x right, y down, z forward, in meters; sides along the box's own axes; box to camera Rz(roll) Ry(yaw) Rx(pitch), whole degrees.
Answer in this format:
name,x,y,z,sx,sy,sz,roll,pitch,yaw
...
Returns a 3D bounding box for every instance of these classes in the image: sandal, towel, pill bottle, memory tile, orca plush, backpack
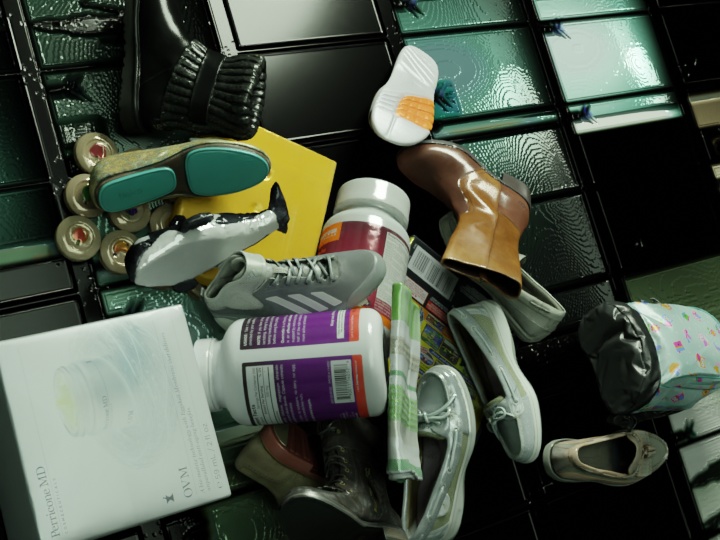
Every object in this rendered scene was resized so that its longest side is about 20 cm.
name,x,y,z,sx,sy,sz,roll,pitch,yaw
sandal,0.054,-0.209,1.513,0.079,0.059,0.208,31,41,-9
towel,0.051,0.126,1.278,0.030,0.149,0.203,1,79,6
pill bottle,0.000,0.000,1.379,0.109,0.109,0.202,24,57,-22
pill bottle,-0.071,0.103,1.242,0.197,0.113,0.114,-5,75,5
memory tile,-0.234,-0.059,1.321,0.198,0.017,0.155,19,67,-25
orca plush,-0.173,-0.048,1.270,0.199,0.106,0.071,-33,59,-21
backpack,0.398,0.119,1.563,0.198,0.126,0.169,8,58,-36

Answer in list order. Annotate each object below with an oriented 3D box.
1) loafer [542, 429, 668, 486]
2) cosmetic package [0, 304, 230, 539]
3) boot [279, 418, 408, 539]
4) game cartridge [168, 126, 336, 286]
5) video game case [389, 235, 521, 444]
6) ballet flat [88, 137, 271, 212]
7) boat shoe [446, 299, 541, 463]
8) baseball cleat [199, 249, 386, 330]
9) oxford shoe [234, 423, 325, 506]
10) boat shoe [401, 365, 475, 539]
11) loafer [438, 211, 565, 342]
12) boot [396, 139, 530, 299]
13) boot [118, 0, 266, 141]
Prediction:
name,x,y,z,sx,sy,sz,roll,pitch,yaw
loafer,0.329,0.241,1.530,0.198,0.063,0.073,1,76,-30
cosmetic package,-0.260,0.159,1.178,0.198,0.123,0.202,-12,81,-31
boot,-0.027,0.210,1.247,0.200,0.069,0.175,35,30,-44
game cartridge,-0.126,-0.067,1.361,0.175,0.032,0.202,23,67,-23
video game case,0.098,0.086,1.466,0.199,0.025,0.182,38,60,-16
ballet flat,-0.198,-0.113,1.290,0.198,0.071,0.072,-13,82,-15
boat shoe,0.161,0.137,1.433,0.064,0.074,0.204,-10,78,-27
baseball cleat,-0.074,0.012,1.264,0.107,0.198,0.070,58,13,-51
oxford shoe,-0.055,0.237,1.318,0.200,0.075,0.071,42,20,-27
boat shoe,0.082,0.211,1.363,0.064,0.074,0.205,9,87,-49
loafer,0.179,-0.002,1.495,0.200,0.070,0.070,49,31,4
boot,0.116,-0.061,1.443,0.187,0.069,0.201,29,40,-8
boot,-0.180,-0.246,1.329,0.156,0.079,0.214,0,81,12
